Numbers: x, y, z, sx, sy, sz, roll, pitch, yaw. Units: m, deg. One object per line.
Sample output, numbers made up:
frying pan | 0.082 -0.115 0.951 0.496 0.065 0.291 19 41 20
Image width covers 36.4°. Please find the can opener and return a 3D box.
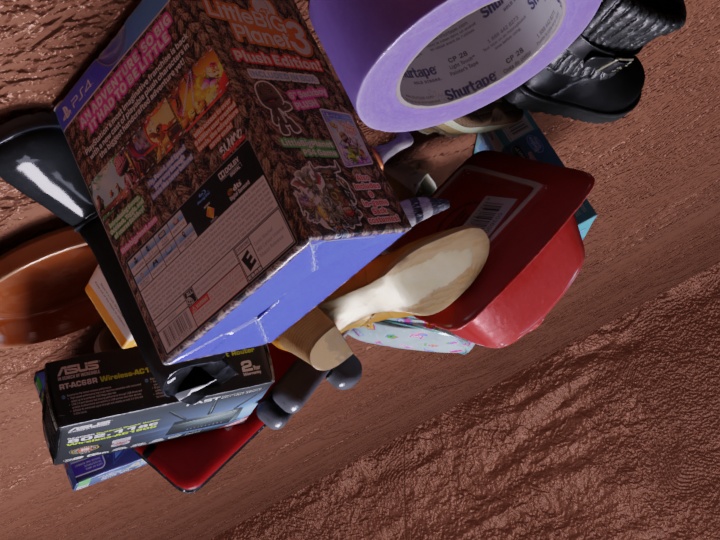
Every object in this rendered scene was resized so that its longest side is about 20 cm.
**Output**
can opener | -0.042 0.106 1.110 0.053 0.066 0.200 -49 176 25

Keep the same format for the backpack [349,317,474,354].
backpack | 0.045 0.023 1.230 0.199 0.127 0.167 6 175 14

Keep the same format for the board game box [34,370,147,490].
board game box | -0.256 0.154 1.263 0.199 0.136 0.034 -16 163 -28

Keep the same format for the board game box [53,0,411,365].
board game box | -0.089 -0.068 0.713 0.097 0.201 0.159 -8 157 -50

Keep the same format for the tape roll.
tape roll | 0.069 -0.190 0.791 0.199 0.085 0.200 -24 163 -8

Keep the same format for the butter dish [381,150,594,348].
butter dish | 0.131 0.001 1.059 0.200 0.148 0.199 -46 -150 -12

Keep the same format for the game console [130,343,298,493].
game console | -0.175 0.146 1.183 0.200 0.172 0.119 -43 159 -32

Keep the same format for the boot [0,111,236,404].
boot | -0.174 -0.004 0.779 0.065 0.201 0.165 -31 164 15

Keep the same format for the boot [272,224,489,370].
boot | 0.000 0.001 0.966 0.201 0.144 0.071 -33 123 -13

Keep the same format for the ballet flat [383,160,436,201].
ballet flat | 0.042 -0.084 1.153 0.063 0.068 0.200 -57 162 4

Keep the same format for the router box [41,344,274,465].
router box | -0.191 0.116 1.020 0.199 0.062 0.150 -11 161 -21

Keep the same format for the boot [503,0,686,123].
boot | 0.236 -0.209 1.001 0.210 0.080 0.158 -9 157 -45

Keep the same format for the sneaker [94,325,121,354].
sneaker | -0.236 0.083 1.141 0.112 0.071 0.200 -33 179 24

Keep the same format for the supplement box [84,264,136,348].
supplement box | -0.130 -0.032 0.921 0.126 0.074 0.200 -12 147 -48

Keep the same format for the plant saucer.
plant saucer | -0.267 0.010 0.986 0.199 0.032 0.200 -25 163 -8

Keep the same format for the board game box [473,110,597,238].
board game box | 0.180 -0.077 1.190 0.047 0.151 0.200 -28 164 -7

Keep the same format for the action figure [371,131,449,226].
action figure | -0.022 -0.046 0.836 0.193 0.104 0.200 -39 159 -35

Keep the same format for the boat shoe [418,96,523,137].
boat shoe | 0.076 -0.145 0.982 0.076 0.072 0.200 -20 169 30
